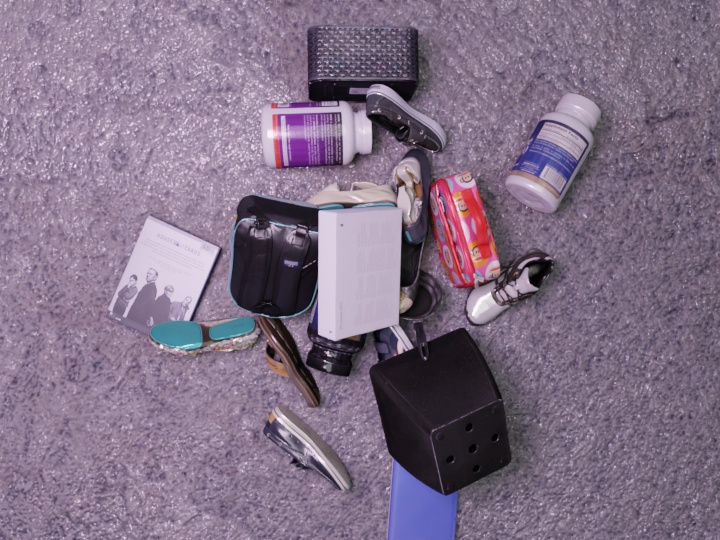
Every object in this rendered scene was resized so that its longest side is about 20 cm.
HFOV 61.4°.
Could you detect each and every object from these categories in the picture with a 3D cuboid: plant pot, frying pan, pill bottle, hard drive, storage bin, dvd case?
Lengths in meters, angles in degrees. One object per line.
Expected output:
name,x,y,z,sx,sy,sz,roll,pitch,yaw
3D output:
plant pot,0.150,0.251,1.038,0.195,0.177,0.204,-20,115,-14
frying pan,0.114,0.073,1.109,0.113,0.031,0.191,-23,55,-16
pill bottle,-0.079,-0.247,1.101,0.194,0.112,0.116,-3,90,-4
hard drive,0.119,0.445,1.154,0.128,0.025,0.206,5,89,-5
pill bottle,0.364,-0.221,1.135,0.110,0.111,0.203,31,87,-3
storage bin,0.002,-0.368,1.095,0.194,0.135,0.097,-2,90,-4
dvd case,-0.363,0.021,1.121,0.147,0.025,0.204,24,87,-4
pill bottle,-0.035,0.081,1.102,0.109,0.112,0.205,14,88,-4

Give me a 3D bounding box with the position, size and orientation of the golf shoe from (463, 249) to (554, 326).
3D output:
golf shoe,0.278,0.030,1.136,0.199,0.094,0.078,-41,93,-2

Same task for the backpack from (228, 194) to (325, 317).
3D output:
backpack,-0.146,-0.024,1.064,0.171,0.154,0.204,8,119,-12

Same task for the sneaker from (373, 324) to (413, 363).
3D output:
sneaker,0.063,0.162,1.125,0.079,0.078,0.202,-33,94,-9

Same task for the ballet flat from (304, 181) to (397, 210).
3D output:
ballet flat,-0.026,-0.132,1.135,0.194,0.069,0.072,-4,90,-6

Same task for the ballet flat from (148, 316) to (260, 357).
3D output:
ballet flat,-0.279,0.128,1.097,0.195,0.065,0.077,-2,47,-12

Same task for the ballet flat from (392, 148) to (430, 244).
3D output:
ballet flat,0.091,-0.148,1.099,0.071,0.073,0.205,4,66,-4

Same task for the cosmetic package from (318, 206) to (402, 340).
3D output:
cosmetic package,0.000,0.000,1.007,0.149,0.051,0.206,-9,105,-44

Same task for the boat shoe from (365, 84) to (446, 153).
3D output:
boat shoe,0.080,-0.260,1.101,0.198,0.068,0.058,27,70,-36

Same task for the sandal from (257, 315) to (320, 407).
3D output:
sandal,-0.140,0.169,1.119,0.054,0.082,0.203,-28,99,9

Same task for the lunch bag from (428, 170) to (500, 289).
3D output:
lunch bag,0.187,-0.071,1.088,0.080,0.176,0.205,-17,90,-7

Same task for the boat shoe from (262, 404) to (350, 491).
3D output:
boat shoe,-0.099,0.336,1.117,0.199,0.075,0.062,42,92,2

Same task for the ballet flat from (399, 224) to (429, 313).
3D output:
ballet flat,0.084,-0.021,1.114,0.065,0.057,0.205,10,71,4
